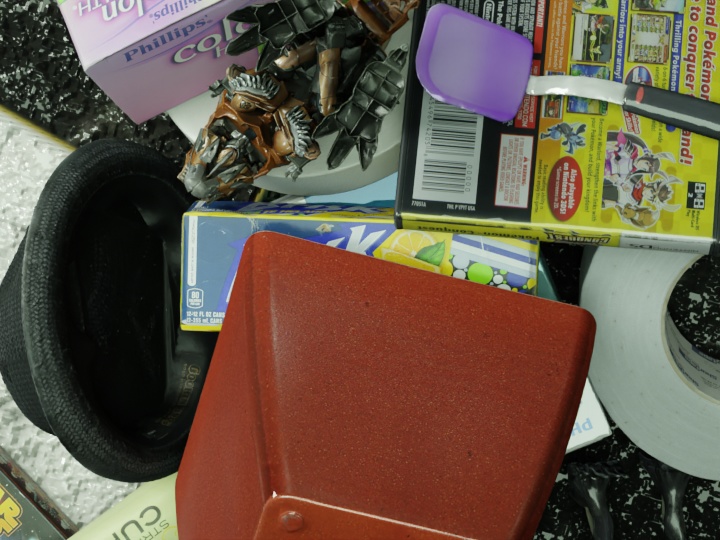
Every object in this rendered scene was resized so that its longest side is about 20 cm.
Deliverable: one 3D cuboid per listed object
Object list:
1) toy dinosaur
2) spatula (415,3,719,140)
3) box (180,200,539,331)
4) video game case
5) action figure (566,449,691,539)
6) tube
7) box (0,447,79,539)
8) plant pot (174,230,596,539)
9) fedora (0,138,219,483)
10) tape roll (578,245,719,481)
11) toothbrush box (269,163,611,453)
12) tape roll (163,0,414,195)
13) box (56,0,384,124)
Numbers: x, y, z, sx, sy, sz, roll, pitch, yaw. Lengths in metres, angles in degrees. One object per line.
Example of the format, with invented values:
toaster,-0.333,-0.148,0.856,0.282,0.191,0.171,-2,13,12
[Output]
toy dinosaur,-0.024,-0.116,1.553,0.102,0.136,0.200,26,94,-3
spatula,0.128,-0.096,1.555,0.199,0.021,0.057,14,69,6
box,0.000,0.000,1.610,0.199,0.064,0.070,2,97,2
video game case,0.117,-0.111,1.585,0.180,0.026,0.201,5,72,4
action figure,0.163,0.211,1.696,0.118,0.102,0.201,-3,96,-8
tube,-0.126,0.161,1.707,0.200,0.052,0.058,-38,70,-7
box,-0.237,0.191,1.748,0.137,0.040,0.200,-42,93,8
plant pot,0.006,0.128,1.540,0.199,0.176,0.200,14,126,-6
fedora,-0.158,0.027,1.681,0.091,0.200,0.201,-9,98,38
tape roll,0.224,0.020,1.640,0.200,0.066,0.201,2,111,5
toothbrush box,0.045,0.028,1.686,0.146,0.085,0.201,-23,94,6
tape roll,-0.026,-0.143,1.651,0.202,0.037,0.204,-4,72,12
box,-0.096,-0.217,1.620,0.176,0.097,0.200,-26,68,6
